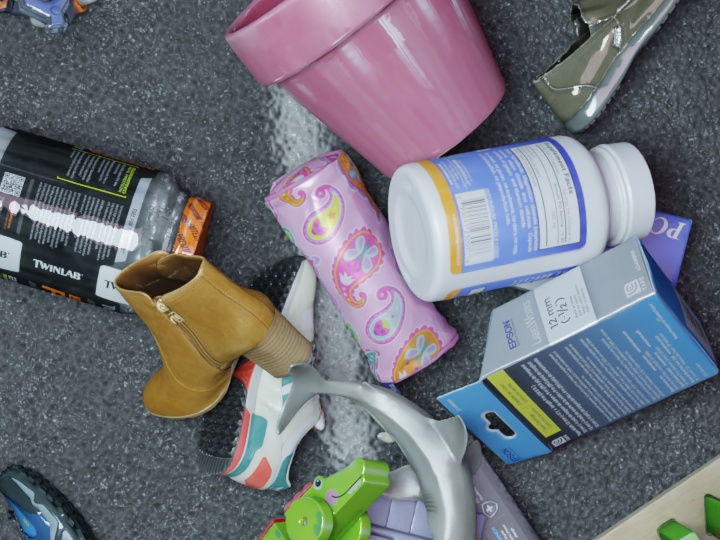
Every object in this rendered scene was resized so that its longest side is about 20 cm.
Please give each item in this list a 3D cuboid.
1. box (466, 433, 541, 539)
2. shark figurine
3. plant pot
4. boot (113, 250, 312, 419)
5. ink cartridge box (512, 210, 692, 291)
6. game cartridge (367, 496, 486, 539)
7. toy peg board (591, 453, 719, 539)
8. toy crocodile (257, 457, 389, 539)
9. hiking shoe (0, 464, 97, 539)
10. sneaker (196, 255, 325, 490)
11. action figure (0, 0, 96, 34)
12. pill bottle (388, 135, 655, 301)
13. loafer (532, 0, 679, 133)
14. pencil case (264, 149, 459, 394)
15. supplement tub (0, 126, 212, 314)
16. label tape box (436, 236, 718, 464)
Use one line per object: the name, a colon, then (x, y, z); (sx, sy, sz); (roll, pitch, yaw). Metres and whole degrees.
box: (0.082, 0.263, 1.493); (0.158, 0.046, 0.201); (-33, 89, -4)
shark figurine: (0.040, 0.127, 1.410); (0.214, 0.089, 0.128); (44, 53, -2)
plant pot: (0.019, -0.185, 1.449); (0.200, 0.200, 0.179); (-40, 105, -3)
boot: (-0.148, 0.046, 1.414); (0.144, 0.200, 0.071); (40, 50, -31)
ink cartridge box: (0.174, -0.023, 1.509); (0.198, 0.044, 0.095); (15, 88, -3)
game cartridge: (0.025, 0.282, 1.433); (0.128, 0.038, 0.202); (14, 80, -5)
toy peg board: (0.322, 0.270, 1.477); (0.199, 0.098, 0.200); (-33, 89, -2)
toy crocodile: (-0.051, 0.214, 1.380); (0.200, 0.067, 0.062); (-50, 56, 22)
hiking shoe: (-0.252, 0.256, 1.468); (0.086, 0.074, 0.201); (-36, 89, -4)
sneaker: (-0.067, 0.091, 1.494); (0.093, 0.070, 0.202); (30, 68, -35)
action figure: (-0.301, -0.268, 1.496); (0.191, 0.105, 0.202); (2, 63, -9)
pill bottle: (0.131, -0.047, 1.421); (0.198, 0.112, 0.113); (-11, 88, -18)
loafer: (0.216, -0.215, 1.503); (0.069, 0.075, 0.201); (33, 87, -5)
pencil case: (0.000, 0.000, 1.468); (0.087, 0.087, 0.201); (-32, 102, -3)
supplement tub: (-0.229, -0.038, 1.457); (0.198, 0.123, 0.124); (16, 87, -1)
label tape box: (0.174, 0.072, 1.448); (0.199, 0.143, 0.067); (-26, 49, 18)
